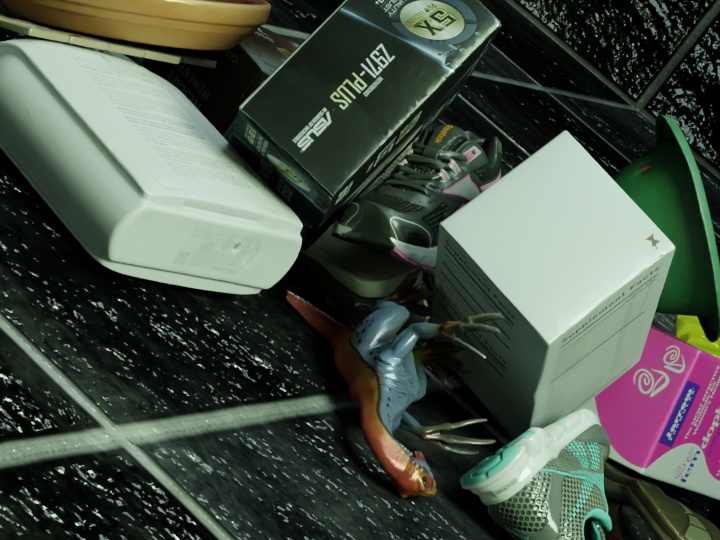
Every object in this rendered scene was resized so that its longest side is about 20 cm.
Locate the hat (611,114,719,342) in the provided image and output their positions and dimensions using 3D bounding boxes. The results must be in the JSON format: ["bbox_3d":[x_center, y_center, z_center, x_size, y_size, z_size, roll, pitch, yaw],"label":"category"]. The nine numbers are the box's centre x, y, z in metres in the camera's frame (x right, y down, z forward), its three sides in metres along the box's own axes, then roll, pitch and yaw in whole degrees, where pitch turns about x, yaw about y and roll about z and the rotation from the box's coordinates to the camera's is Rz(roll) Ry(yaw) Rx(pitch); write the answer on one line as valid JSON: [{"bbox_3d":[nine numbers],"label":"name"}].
[{"bbox_3d":[0.153,-0.010,1.646,0.200,0.176,0.166,75,2,-81],"label":"hat"}]

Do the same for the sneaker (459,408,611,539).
[{"bbox_3d":[0.130,0.150,1.513,0.091,0.078,0.200,56,21,8],"label":"sneaker"}]

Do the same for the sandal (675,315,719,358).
[{"bbox_3d":[0.282,0.108,1.968,0.079,0.087,0.200,22,32,11],"label":"sandal"}]

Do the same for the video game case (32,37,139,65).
[{"bbox_3d":[-0.157,-0.109,1.680,0.200,0.026,0.181,35,15,-12],"label":"video game case"}]

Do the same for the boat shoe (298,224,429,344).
[{"bbox_3d":[0.000,0.000,1.653,0.200,0.072,0.060,-136,-150,-65],"label":"boat shoe"}]

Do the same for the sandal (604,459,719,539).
[{"bbox_3d":[0.192,0.175,1.602,0.082,0.055,0.200,29,1,-26],"label":"sandal"}]

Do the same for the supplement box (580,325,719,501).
[{"bbox_3d":[0.221,0.099,1.721,0.103,0.101,0.200,26,2,29],"label":"supplement box"}]

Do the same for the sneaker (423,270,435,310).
[{"bbox_3d":[0.078,0.033,1.729,0.074,0.085,0.200,11,6,-37],"label":"sneaker"}]

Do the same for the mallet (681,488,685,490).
[{"bbox_3d":[0.226,0.082,1.855,0.041,0.066,0.200,-25,73,-39],"label":"mallet"}]

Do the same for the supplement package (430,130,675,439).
[{"bbox_3d":[0.124,0.016,1.540,0.110,0.114,0.200,49,-16,18],"label":"supplement package"}]

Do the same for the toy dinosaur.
[{"bbox_3d":[0.016,0.082,1.475,0.182,0.200,0.105,-47,124,-55],"label":"toy dinosaur"}]

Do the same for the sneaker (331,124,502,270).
[{"bbox_3d":[0.043,-0.058,1.584,0.080,0.087,0.200,17,14,16],"label":"sneaker"}]

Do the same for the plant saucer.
[{"bbox_3d":[-0.163,-0.184,1.592,0.200,0.038,0.200,9,10,-2],"label":"plant saucer"}]

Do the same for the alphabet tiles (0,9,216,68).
[{"bbox_3d":[-0.202,-0.164,1.585,0.167,0.008,0.200,19,8,41],"label":"alphabet tiles"}]

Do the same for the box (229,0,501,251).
[{"bbox_3d":[-0.004,-0.113,1.550,0.086,0.164,0.200,44,-12,2],"label":"box"}]

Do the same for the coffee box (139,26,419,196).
[{"bbox_3d":[-0.058,-0.120,1.739,0.200,0.080,0.114,22,20,-47],"label":"coffee box"}]

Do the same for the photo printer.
[{"bbox_3d":[-0.150,-0.073,1.484,0.166,0.070,0.200,11,30,-52],"label":"photo printer"}]
